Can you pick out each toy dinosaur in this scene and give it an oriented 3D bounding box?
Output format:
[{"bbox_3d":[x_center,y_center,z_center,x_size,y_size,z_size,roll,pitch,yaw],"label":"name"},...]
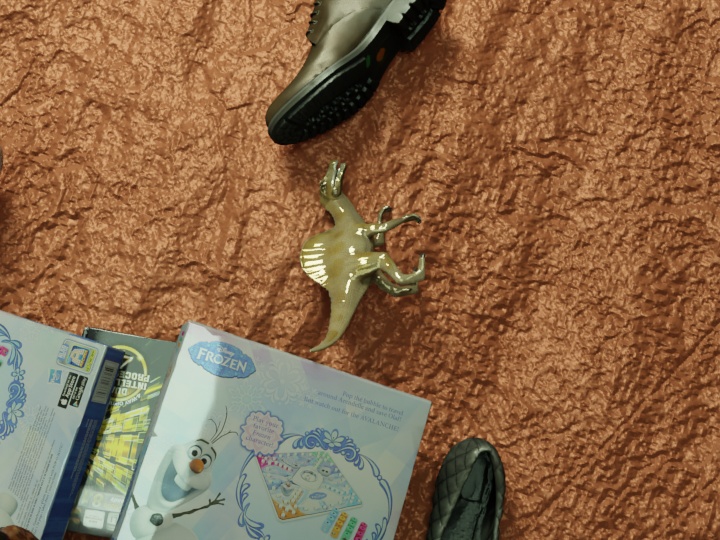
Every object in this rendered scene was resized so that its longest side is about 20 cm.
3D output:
[{"bbox_3d":[0.000,0.000,0.920,0.101,0.058,0.200,2,52,-3],"label":"toy dinosaur"}]

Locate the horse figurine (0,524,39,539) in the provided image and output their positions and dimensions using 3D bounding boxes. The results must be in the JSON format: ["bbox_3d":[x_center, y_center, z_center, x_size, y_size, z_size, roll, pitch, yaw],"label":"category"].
[{"bbox_3d":[-0.210,0.254,0.826,0.050,0.200,0.133,-6,77,33],"label":"horse figurine"}]

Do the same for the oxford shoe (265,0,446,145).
[{"bbox_3d":[-0.019,-0.190,0.967,0.084,0.073,0.200,38,77,21],"label":"oxford shoe"}]

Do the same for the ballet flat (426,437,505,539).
[{"bbox_3d":[0.079,0.232,0.888,0.066,0.057,0.200,5,79,-1],"label":"ballet flat"}]

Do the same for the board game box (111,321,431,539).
[{"bbox_3d":[-0.068,0.164,0.840,0.200,0.043,0.199,20,78,-12],"label":"board game box"}]

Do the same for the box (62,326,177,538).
[{"bbox_3d":[-0.138,0.140,0.900,0.200,0.049,0.162,11,82,-1],"label":"box"}]

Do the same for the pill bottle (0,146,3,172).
[{"bbox_3d":[-0.400,-0.117,0.905,0.200,0.109,0.109,37,80,4],"label":"pill bottle"}]

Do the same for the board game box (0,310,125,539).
[{"bbox_3d":[-0.307,0.128,0.870,0.199,0.043,0.200,16,82,14],"label":"board game box"}]
